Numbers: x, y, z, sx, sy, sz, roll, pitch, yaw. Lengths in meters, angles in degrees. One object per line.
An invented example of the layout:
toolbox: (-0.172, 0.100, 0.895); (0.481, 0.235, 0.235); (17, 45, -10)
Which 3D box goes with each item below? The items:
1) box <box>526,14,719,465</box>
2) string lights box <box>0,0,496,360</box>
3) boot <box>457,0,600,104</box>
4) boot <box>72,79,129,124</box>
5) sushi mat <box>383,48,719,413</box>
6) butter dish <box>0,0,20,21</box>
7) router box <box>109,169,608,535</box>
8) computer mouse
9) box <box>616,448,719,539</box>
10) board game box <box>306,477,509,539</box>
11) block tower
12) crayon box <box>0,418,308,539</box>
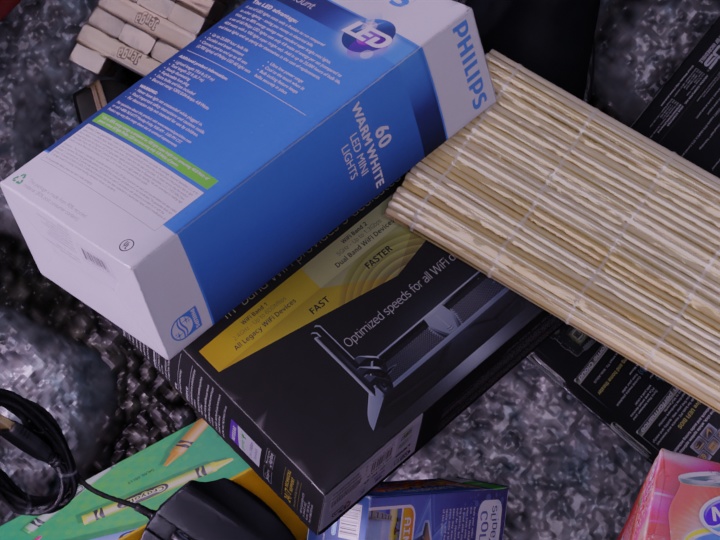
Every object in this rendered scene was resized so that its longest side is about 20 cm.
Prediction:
box: (0.177, -0.006, 1.194); (0.160, 0.044, 0.200); (40, 93, 35)
string lights box: (-0.048, -0.058, 1.108); (0.200, 0.103, 0.059); (-38, 134, -21)
boot: (0.084, -0.138, 1.173); (0.076, 0.168, 0.201); (12, 92, 2)
boot: (-0.045, -0.026, 1.236); (0.138, 0.077, 0.200); (-28, 103, -1)
sushi mat: (0.120, -0.015, 1.133); (0.200, 0.012, 0.096); (30, 76, 7)
butter dish: (-0.274, -0.095, 1.193); (0.199, 0.200, 0.148); (13, 109, 2)
router box: (0.000, 0.000, 1.160); (0.200, 0.052, 0.157); (-38, 72, -21)
computer mouse: (-0.098, 0.109, 1.115); (0.200, 0.034, 0.059); (31, 97, -34)
box: (0.160, 0.173, 1.154); (0.102, 0.200, 0.095); (14, 62, 3)
board game box: (0.015, 0.203, 1.202); (0.034, 0.135, 0.201); (8, 91, 32)
block tower: (-0.074, -0.181, 1.236); (0.058, 0.054, 0.200); (28, 93, 2)
crayon box: (-0.100, 0.155, 1.192); (0.200, 0.058, 0.119); (-28, 123, -14)
